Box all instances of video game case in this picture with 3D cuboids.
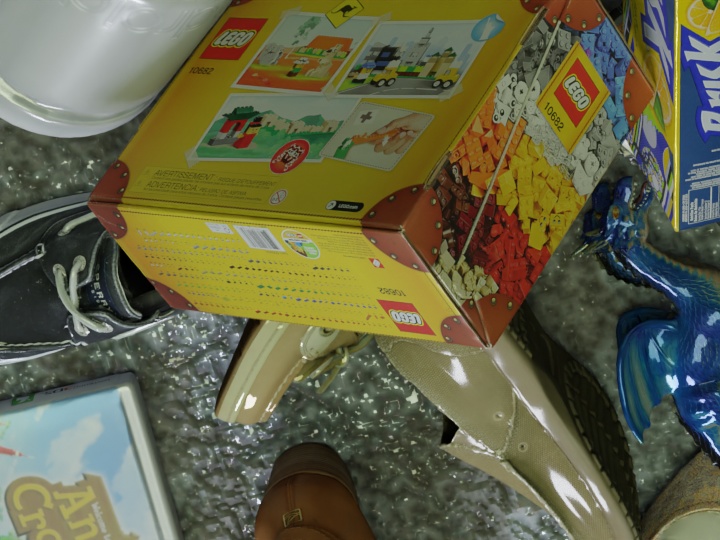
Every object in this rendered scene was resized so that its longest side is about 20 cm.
[{"bbox_3d":[-0.176,0.163,1.427,0.182,0.022,0.200,-13,109,4],"label":"video game case"}]

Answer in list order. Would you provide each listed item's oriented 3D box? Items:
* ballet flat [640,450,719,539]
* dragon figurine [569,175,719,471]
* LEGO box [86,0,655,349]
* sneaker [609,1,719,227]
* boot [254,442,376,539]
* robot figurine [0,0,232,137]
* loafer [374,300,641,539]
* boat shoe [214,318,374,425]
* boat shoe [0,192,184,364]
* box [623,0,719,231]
[{"bbox_3d":[0.153,0.171,1.407,0.068,0.067,0.200,31,106,-11],"label":"ballet flat"},{"bbox_3d":[0.153,0.048,1.364,0.099,0.059,0.200,-2,103,2],"label":"dragon figurine"},{"bbox_3d":[0.002,-0.054,1.223,0.149,0.200,0.077,-56,129,-25],"label":"LEGO box"},{"bbox_3d":[0.187,-0.056,1.325,0.200,0.074,0.079,37,100,-12],"label":"sneaker"},{"bbox_3d":[0.002,0.193,1.367,0.077,0.155,0.200,-15,109,5],"label":"boot"},{"bbox_3d":[-0.118,-0.134,1.248,0.169,0.113,0.200,-9,157,-35],"label":"robot figurine"},{"bbox_3d":[0.073,0.068,1.362,0.067,0.076,0.200,-24,119,19],"label":"loafer"},{"bbox_3d":[0.000,0.000,1.342,0.063,0.073,0.200,33,106,-8],"label":"boat shoe"},{"bbox_3d":[-0.120,0.002,1.345,0.200,0.068,0.072,-18,109,6],"label":"boat shoe"},{"bbox_3d":[0.151,-0.114,1.196,0.064,0.070,0.200,-15,137,-9],"label":"box"}]
